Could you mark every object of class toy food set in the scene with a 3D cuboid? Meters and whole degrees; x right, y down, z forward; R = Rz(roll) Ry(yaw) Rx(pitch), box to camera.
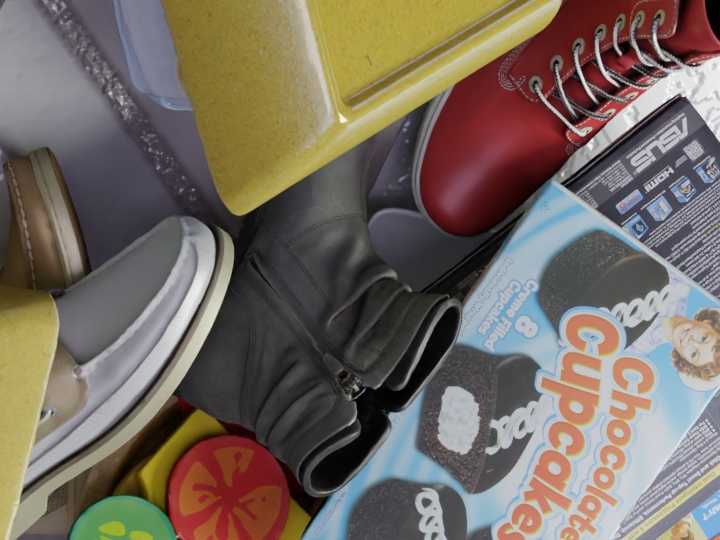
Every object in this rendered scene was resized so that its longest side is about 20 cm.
[{"bbox_3d":[-0.043,0.141,0.872,0.200,0.049,0.198,46,68,-9],"label":"toy food set"}]

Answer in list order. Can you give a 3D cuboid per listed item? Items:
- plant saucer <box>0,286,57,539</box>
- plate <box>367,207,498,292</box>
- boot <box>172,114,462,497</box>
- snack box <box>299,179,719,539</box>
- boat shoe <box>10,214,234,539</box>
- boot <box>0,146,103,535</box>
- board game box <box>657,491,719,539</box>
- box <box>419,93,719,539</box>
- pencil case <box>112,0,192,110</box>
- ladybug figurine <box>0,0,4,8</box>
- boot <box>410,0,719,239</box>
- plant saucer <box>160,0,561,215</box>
[{"bbox_3d":[-0.230,0.094,0.760,0.048,0.198,0.202,21,78,-52],"label":"plant saucer"},{"bbox_3d":[0.067,0.069,0.961,0.198,0.032,0.202,10,111,-19],"label":"plate"},{"bbox_3d":[0.000,0.000,0.830,0.201,0.130,0.068,-58,144,-11],"label":"boot"},{"bbox_3d":[0.075,0.074,0.826,0.116,0.037,0.201,35,94,1],"label":"snack box"},{"bbox_3d":[-0.138,0.047,0.790,0.068,0.075,0.200,36,104,-30],"label":"boat shoe"},{"bbox_3d":[-0.201,0.044,0.858,0.154,0.073,0.202,-5,119,-11],"label":"boot"},{"bbox_3d":[0.145,0.104,0.954,0.151,0.045,0.201,-32,116,1],"label":"board game box"},{"bbox_3d":[0.120,0.040,0.866,0.199,0.049,0.162,-38,89,2],"label":"box"},{"bbox_3d":[-0.076,-0.165,0.702,0.090,0.083,0.202,-36,121,-29],"label":"pencil case"},{"bbox_3d":[-0.197,-0.149,0.733,0.072,0.136,0.201,2,124,-58],"label":"ladybug figurine"},{"bbox_3d":[0.104,-0.087,0.827,0.072,0.144,0.201,37,96,-20],"label":"boot"},{"bbox_3d":[0.007,-0.148,0.696,0.199,0.048,0.202,-35,121,-36],"label":"plant saucer"}]
